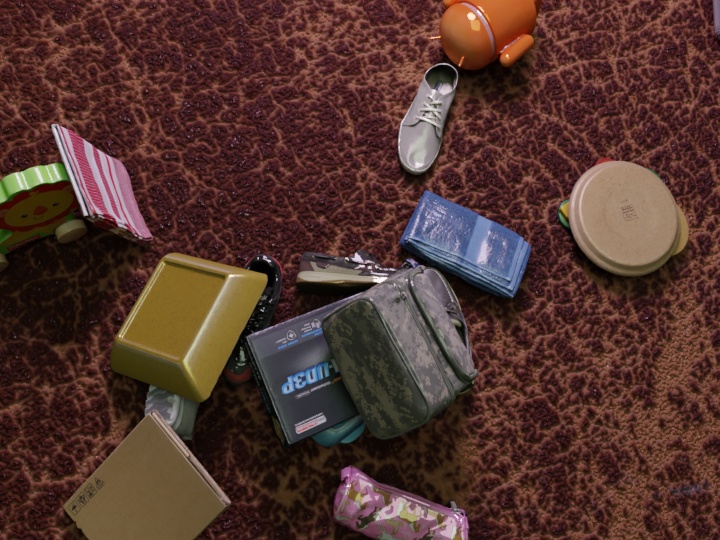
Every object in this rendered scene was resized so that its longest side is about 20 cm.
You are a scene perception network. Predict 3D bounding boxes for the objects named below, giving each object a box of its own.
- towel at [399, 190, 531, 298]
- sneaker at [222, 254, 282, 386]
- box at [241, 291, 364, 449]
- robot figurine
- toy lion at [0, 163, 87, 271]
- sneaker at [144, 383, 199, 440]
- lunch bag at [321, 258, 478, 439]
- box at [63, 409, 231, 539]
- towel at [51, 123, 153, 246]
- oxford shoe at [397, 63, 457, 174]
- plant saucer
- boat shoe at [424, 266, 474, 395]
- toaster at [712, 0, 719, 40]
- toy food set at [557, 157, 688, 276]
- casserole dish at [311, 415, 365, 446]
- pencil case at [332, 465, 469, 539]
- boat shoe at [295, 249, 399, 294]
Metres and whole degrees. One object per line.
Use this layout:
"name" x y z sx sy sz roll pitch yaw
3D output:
"towel" 0.167 -0.043 1.325 0.197 0.049 0.113 25 64 1
"sneaker" -0.161 0.065 1.235 0.069 0.098 0.205 15 75 -4
"box" -0.051 0.138 1.199 0.197 0.046 0.162 -19 79 -26
"robot figurine" 0.211 -0.413 1.404 0.199 0.116 0.145 -36 109 -16
"toy lion" -0.476 -0.079 1.185 0.197 0.192 0.070 -26 79 -13
"sneaker" -0.260 0.148 1.221 0.073 0.082 0.204 -8 57 23
"lunch bag" 0.064 0.102 1.161 0.166 0.139 0.203 -25 84 -46
"box" -0.290 0.316 1.139 0.200 0.021 0.164 -45 83 14
"towel" -0.365 -0.120 1.209 0.022 0.200 0.146 -25 79 4
"oxford shoe" 0.111 -0.254 1.378 0.074 0.058 0.204 21 75 -3
"plant saucer" -0.253 0.064 1.188 0.197 0.049 0.203 11 66 34
"boat shoe" 0.131 0.085 1.281 0.070 0.066 0.205 -13 76 -7
"toaster" 0.676 -0.475 1.453 0.111 0.200 0.132 0 92 -6
"toy food set" 0.428 -0.088 1.376 0.198 0.049 0.200 -32 81 -14
"casserole dish" -0.057 0.159 1.237 0.120 0.039 0.202 -34 85 -27
"pencil case" 0.055 0.346 1.192 0.196 0.083 0.088 20 74 0
"boat shoe" 0.000 0.000 1.280 0.195 0.073 0.066 2 73 0
